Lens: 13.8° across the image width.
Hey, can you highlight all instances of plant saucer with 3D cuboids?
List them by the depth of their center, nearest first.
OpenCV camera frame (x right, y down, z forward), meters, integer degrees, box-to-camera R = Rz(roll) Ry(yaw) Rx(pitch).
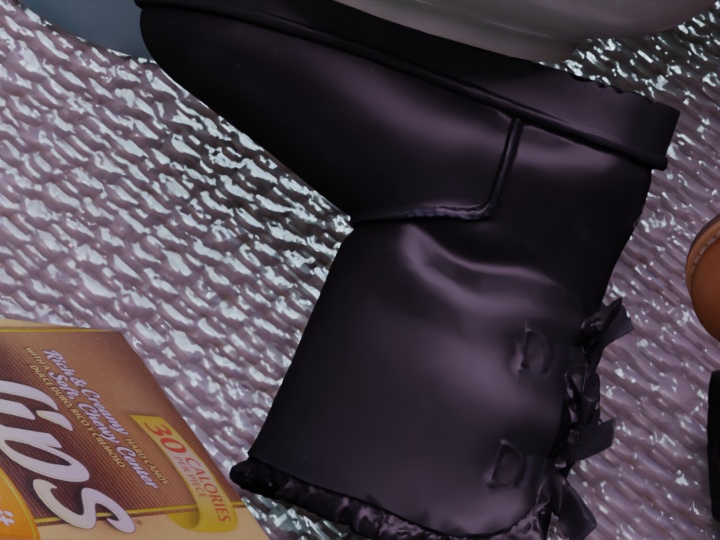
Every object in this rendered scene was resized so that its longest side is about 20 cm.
[{"bbox_3d":[0.023,-0.106,0.947,0.200,0.200,0.050,19,100,4],"label":"plant saucer"}]

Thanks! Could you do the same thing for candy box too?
[{"bbox_3d":[-0.137,0.062,0.880,0.200,0.055,0.115,7,32,-40],"label":"candy box"}]

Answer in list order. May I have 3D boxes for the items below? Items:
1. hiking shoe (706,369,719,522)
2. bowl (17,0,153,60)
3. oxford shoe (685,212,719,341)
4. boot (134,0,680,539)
[{"bbox_3d":[0.181,0.063,0.928,0.100,0.076,0.200,-7,14,-14],"label":"hiking shoe"},{"bbox_3d":[-0.055,-0.186,1.091,0.200,0.105,0.201,4,56,-6],"label":"bowl"},{"bbox_3d":[0.180,0.012,0.872,0.199,0.071,0.071,0,41,33],"label":"oxford shoe"},{"bbox_3d":[0.000,0.000,0.970,0.198,0.073,0.163,18,90,6],"label":"boot"}]
